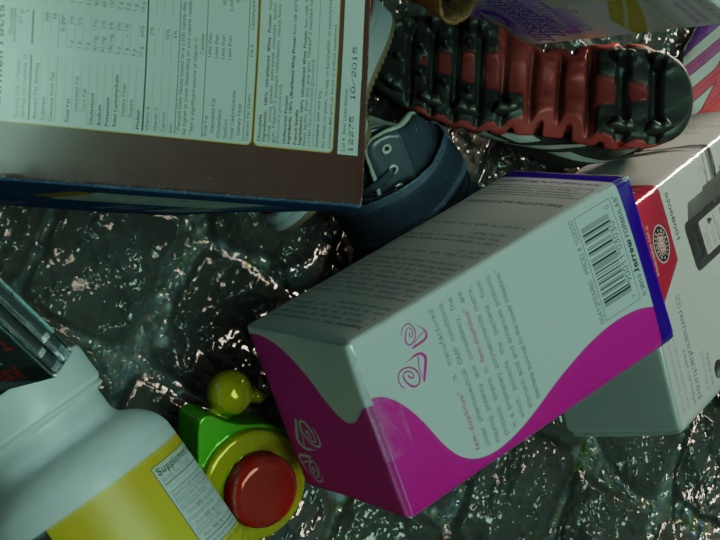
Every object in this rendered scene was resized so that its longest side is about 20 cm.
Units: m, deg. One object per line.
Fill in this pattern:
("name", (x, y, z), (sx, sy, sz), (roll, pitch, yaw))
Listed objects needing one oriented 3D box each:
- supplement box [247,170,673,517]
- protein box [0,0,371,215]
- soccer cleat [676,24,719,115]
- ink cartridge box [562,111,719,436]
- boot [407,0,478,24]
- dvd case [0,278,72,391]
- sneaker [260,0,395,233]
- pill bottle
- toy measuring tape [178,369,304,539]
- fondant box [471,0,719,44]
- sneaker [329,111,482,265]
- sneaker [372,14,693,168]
("supplement box", (0.056, 0.033, 0.903), (0.199, 0.103, 0.102), (-30, 111, -30))
("protein box", (-0.131, -0.100, 0.804), (0.199, 0.198, 0.136), (3, 89, -35))
("soccer cleat", (0.266, -0.156, 1.152), (0.068, 0.073, 0.201), (22, 79, -34))
("ink cartridge box", (0.193, -0.003, 1.067), (0.200, 0.083, 0.146), (-34, 112, -48))
("boot", (0.019, -0.239, 0.871), (0.076, 0.155, 0.201), (-16, 136, -35))
("dvd case", (-0.243, -0.010, 0.767), (0.200, 0.146, 0.022), (48, 49, -25))
("sneaker", (-0.046, -0.115, 0.910), (0.112, 0.071, 0.201), (44, 35, -25))
("pill bottle", (-0.121, 0.143, 0.857), (0.112, 0.112, 0.200), (-36, 92, -28))
("toy measuring tape", (-0.067, 0.152, 0.943), (0.073, 0.073, 0.201), (-7, 105, -34))
("fondant box", (0.111, -0.194, 0.968), (0.144, 0.200, 0.059), (32, 76, -31))
("sneaker", (-0.001, -0.001, 0.968), (0.203, 0.077, 0.146), (-50, 123, -27))
("sneaker", (0.097, -0.105, 1.028), (0.199, 0.098, 0.071), (8, 77, -4))
